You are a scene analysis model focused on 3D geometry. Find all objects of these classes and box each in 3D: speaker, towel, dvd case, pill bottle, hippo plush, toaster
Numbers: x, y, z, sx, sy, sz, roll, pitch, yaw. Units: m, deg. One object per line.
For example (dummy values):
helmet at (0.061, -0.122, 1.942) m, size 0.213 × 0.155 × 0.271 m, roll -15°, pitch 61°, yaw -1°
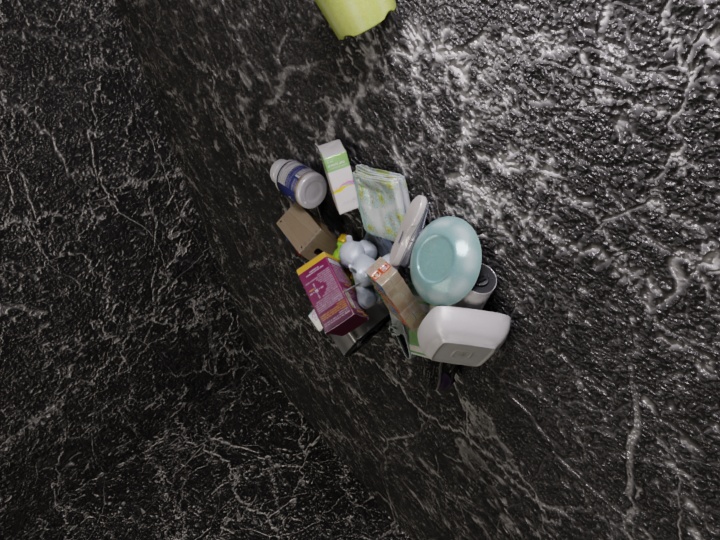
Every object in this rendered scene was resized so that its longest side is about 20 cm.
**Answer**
speaker at (0.252, 0.069, 1.324) m, size 0.081 × 0.080 × 0.202 m, roll 48°, pitch 155°, yaw 21°
towel at (0.060, -0.165, 1.450) m, size 0.170 × 0.048 × 0.204 m, roll 25°, pitch 140°, yaw 45°
dvd case at (0.058, -0.058, 1.633) m, size 0.144 × 0.017 × 0.201 m, roll 53°, pitch 157°, yaw 14°
pill bottle at (-0.200, -0.278, 1.765) m, size 0.199 × 0.110 × 0.113 m, roll 35°, pitch 148°, yaw 43°
hippo plush at (0.000, 0.000, 1.584) m, size 0.161 × 0.196 × 0.162 m, roll 46°, pitch 134°, yaw 42°
towel at (0.176, 0.139, 1.549) m, size 0.152 × 0.023 × 0.206 m, roll 5°, pitch 101°, yaw 61°
toaster at (0.004, 0.166, 1.799) m, size 0.119 × 0.180 × 0.201 m, roll 49°, pitch 156°, yaw 8°

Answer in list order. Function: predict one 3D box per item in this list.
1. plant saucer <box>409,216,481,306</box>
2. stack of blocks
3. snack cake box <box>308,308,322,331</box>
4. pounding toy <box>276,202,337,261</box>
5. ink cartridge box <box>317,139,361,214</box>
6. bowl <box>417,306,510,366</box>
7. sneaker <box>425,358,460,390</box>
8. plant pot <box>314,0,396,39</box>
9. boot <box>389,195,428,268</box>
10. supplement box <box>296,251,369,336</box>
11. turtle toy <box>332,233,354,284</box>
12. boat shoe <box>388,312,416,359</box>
plant saucer at (0.177, -0.023, 1.265) m, size 0.198 × 0.038 × 0.207 m, roll -10°, pitch 76°, yaw 44°
stack of blocks at (0.089, 0.059, 1.489) m, size 0.115 × 0.058 × 0.201 m, roll 40°, pitch 169°, yaw 50°
snack cake box at (-0.070, 0.111, 1.826) m, size 0.115 × 0.199 × 0.068 m, roll -44°, pitch 80°, yaw 27°
pounding toy at (-0.155, -0.078, 1.815) m, size 0.185 × 0.142 × 0.200 m, roll 49°, pitch -174°, yaw 34°
ink cartridge box at (-0.052, -0.235, 1.532) m, size 0.118 × 0.066 × 0.204 m, roll -112°, pitch 5°, yaw -60°
bowl at (0.237, 0.163, 1.325) m, size 0.201 × 0.194 × 0.076 m, roll 109°, pitch 168°, yaw -62°
sneaker at (0.241, 0.233, 1.567) m, size 0.076 × 0.086 × 0.205 m, roll 45°, pitch 131°, yaw 51°
plant pot at (-0.026, -0.544, 1.043) m, size 0.199 × 0.200 × 0.186 m, roll 23°, pitch 150°, yaw 52°
boot at (0.144, -0.088, 1.382) m, size 0.074 × 0.088 × 0.203 m, roll -96°, pitch 23°, yaw -49°
supplement box at (-0.076, 0.068, 1.588) m, size 0.203 × 0.102 × 0.131 m, roll 63°, pitch -167°, yaw 19°
turtle toy at (-0.043, -0.013, 1.760) m, size 0.099 × 0.148 × 0.200 m, roll 27°, pitch 168°, yaw 13°
boat shoe at (0.124, 0.175, 1.713) m, size 0.204 × 0.071 × 0.070 m, roll 63°, pitch 156°, yaw -10°
